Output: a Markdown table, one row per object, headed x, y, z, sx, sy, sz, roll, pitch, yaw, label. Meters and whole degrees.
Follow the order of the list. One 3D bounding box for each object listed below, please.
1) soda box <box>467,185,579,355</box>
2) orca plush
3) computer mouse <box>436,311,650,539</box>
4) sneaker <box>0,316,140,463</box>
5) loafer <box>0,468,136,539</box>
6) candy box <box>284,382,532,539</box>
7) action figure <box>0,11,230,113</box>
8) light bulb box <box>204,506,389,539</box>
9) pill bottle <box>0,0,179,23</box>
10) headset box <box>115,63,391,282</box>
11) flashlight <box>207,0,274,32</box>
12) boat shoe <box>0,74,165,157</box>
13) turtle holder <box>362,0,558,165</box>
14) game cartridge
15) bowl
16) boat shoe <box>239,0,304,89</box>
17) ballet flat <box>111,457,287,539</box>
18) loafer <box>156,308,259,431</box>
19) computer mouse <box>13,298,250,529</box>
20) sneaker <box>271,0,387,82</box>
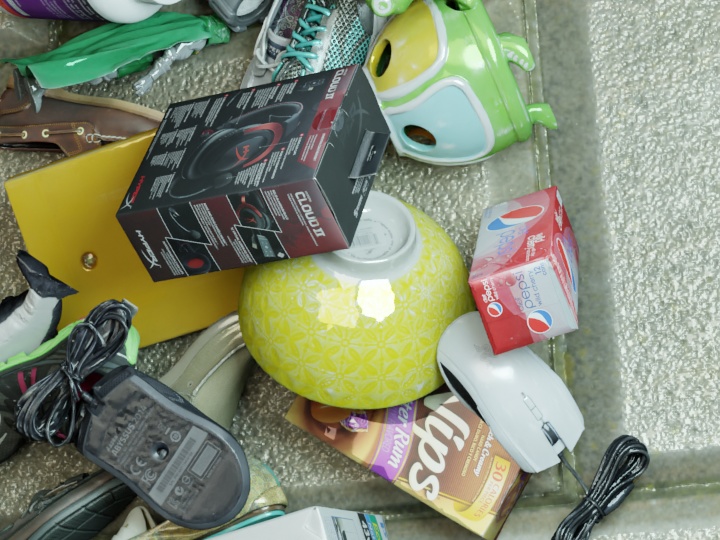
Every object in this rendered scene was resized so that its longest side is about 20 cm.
| x | y | z | sx | sy | sz | roll | pitch | yaw | label |
| --- | --- | --- | --- | --- | --- | --- | --- | --- | --- |
| 0.130 | -0.003 | 1.585 | 0.069 | 0.200 | 0.064 | -18 | 104 | 12 | soda box |
| -0.314 | 0.044 | 1.755 | 0.104 | 0.201 | 0.071 | 4 | 49 | -21 | orca plush |
| 0.136 | 0.119 | 1.583 | 0.110 | 0.044 | 0.200 | -43 | 97 | -9 | computer mouse |
| -0.269 | 0.114 | 1.727 | 0.200 | 0.077 | 0.084 | -36 | 47 | 25 | sneaker |
| -0.279 | 0.219 | 1.738 | 0.200 | 0.072 | 0.063 | -39 | 66 | 9 | loafer |
| 0.052 | 0.122 | 1.663 | 0.199 | 0.056 | 0.117 | 29 | 88 | 18 | candy box |
| -0.202 | -0.188 | 1.760 | 0.199 | 0.055 | 0.118 | -19 | 29 | -22 | action figure |
| -0.079 | 0.273 | 1.597 | 0.197 | 0.200 | 0.126 | -18 | 77 | 13 | light bulb box |
| -0.238 | -0.274 | 1.765 | 0.199 | 0.112 | 0.113 | 9 | 82 | 39 | pill bottle |
| -0.073 | -0.078 | 1.591 | 0.199 | 0.075 | 0.149 | -10 | 38 | 24 | headset box |
| -0.150 | -0.302 | 1.796 | 0.068 | 0.068 | 0.200 | -41 | 72 | 5 | flashlight |
| -0.237 | -0.118 | 1.788 | 0.199 | 0.070 | 0.071 | 13 | 76 | 27 | boat shoe |
| 0.070 | -0.163 | 1.639 | 0.131 | 0.186 | 0.142 | -24 | 69 | 4 | turtle holder |
| -0.187 | -0.026 | 1.742 | 0.198 | 0.032 | 0.178 | -17 | 100 | 11 | game cartridge |
| 0.000 | 0.000 | 1.623 | 0.198 | 0.108 | 0.201 | 3 | 48 | -3 | bowl |
| -0.062 | -0.190 | 1.747 | 0.072 | 0.068 | 0.201 | 27 | 88 | 19 | boat shoe |
| -0.157 | 0.218 | 1.703 | 0.199 | 0.071 | 0.071 | -27 | 73 | 4 | ballet flat |
| -0.127 | 0.102 | 1.714 | 0.200 | 0.076 | 0.068 | -41 | 72 | 16 | loafer |
| -0.171 | 0.130 | 1.660 | 0.200 | 0.053 | 0.139 | 39 | 94 | 5 | computer mouse |
| -0.032 | -0.176 | 1.683 | 0.077 | 0.091 | 0.202 | 16 | 114 | 42 | sneaker |
